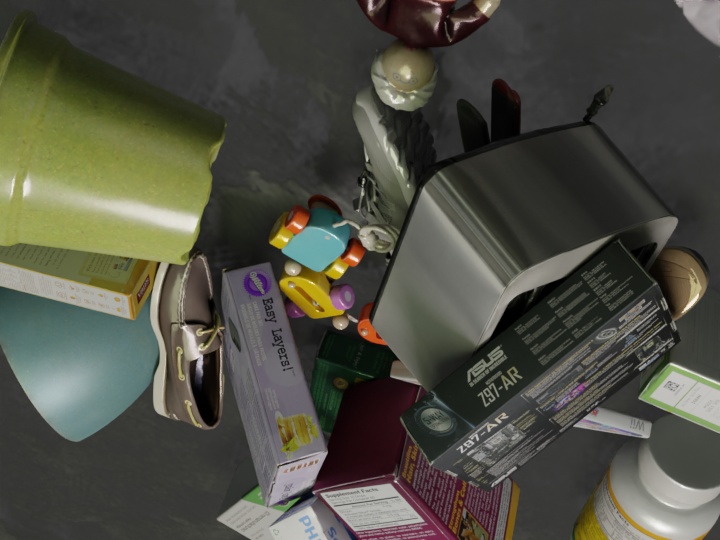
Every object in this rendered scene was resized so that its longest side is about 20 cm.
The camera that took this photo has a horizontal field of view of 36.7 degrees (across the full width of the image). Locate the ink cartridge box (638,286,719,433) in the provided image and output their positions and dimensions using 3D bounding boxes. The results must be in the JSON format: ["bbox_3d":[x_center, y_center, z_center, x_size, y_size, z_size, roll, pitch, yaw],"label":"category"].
[{"bbox_3d":[0.340,0.092,0.920,0.198,0.104,0.060,22,137,-2],"label":"ink cartridge box"}]

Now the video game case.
[{"bbox_3d":[0.144,0.117,0.988,0.198,0.018,0.143,18,170,-28],"label":"video game case"}]

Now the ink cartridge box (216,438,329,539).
[{"bbox_3d":[-0.043,0.282,1.267,0.199,0.084,0.145,34,135,-14],"label":"ink cartridge box"}]

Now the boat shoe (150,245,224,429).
[{"bbox_3d":[-0.156,0.064,1.020,0.059,0.072,0.202,21,124,21],"label":"boat shoe"}]

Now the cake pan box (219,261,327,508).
[{"bbox_3d":[-0.088,0.114,1.018,0.052,0.186,0.200,-12,159,-13],"label":"cake pan box"}]

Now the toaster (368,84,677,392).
[{"bbox_3d":[0.122,-0.013,0.820,0.119,0.180,0.201,52,144,28],"label":"toaster"}]

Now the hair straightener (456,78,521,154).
[{"bbox_3d":[0.091,-0.062,0.893,0.041,0.076,0.201,50,159,33],"label":"hair straightener"}]

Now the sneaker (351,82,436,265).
[{"bbox_3d":[0.024,-0.064,0.904,0.081,0.075,0.201,-5,132,22],"label":"sneaker"}]

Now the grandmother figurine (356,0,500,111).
[{"bbox_3d":[0.044,-0.203,0.776,0.120,0.061,0.201,22,135,11],"label":"grandmother figurine"}]

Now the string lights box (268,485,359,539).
[{"bbox_3d":[-0.006,0.256,1.115,0.059,0.200,0.103,-30,88,25],"label":"string lights box"}]

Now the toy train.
[{"bbox_3d":[0.000,0.000,0.948,0.149,0.056,0.201,7,145,16],"label":"toy train"}]

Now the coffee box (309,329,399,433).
[{"bbox_3d":[0.045,0.141,1.124,0.198,0.044,0.124,17,137,5],"label":"coffee box"}]

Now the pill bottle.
[{"bbox_3d":[0.288,0.233,1.073,0.112,0.113,0.201,17,137,4],"label":"pill bottle"}]

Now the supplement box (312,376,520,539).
[{"bbox_3d":[0.061,0.217,1.064,0.102,0.132,0.200,-17,125,33],"label":"supplement box"}]

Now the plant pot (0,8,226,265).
[{"bbox_3d":[-0.215,-0.091,0.906,0.182,0.202,0.201,15,138,-12],"label":"plant pot"}]

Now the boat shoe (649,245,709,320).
[{"bbox_3d":[0.216,0.025,0.930,0.200,0.065,0.072,-36,85,45],"label":"boat shoe"}]

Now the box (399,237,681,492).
[{"bbox_3d":[0.140,0.079,0.805,0.200,0.044,0.160,-40,152,7],"label":"box"}]

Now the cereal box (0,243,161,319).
[{"bbox_3d":[-0.272,-0.039,0.994,0.198,0.145,0.040,14,138,8],"label":"cereal box"}]

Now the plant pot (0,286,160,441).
[{"bbox_3d":[-0.257,0.046,1.061,0.134,0.201,0.201,-25,126,0],"label":"plant pot"}]
